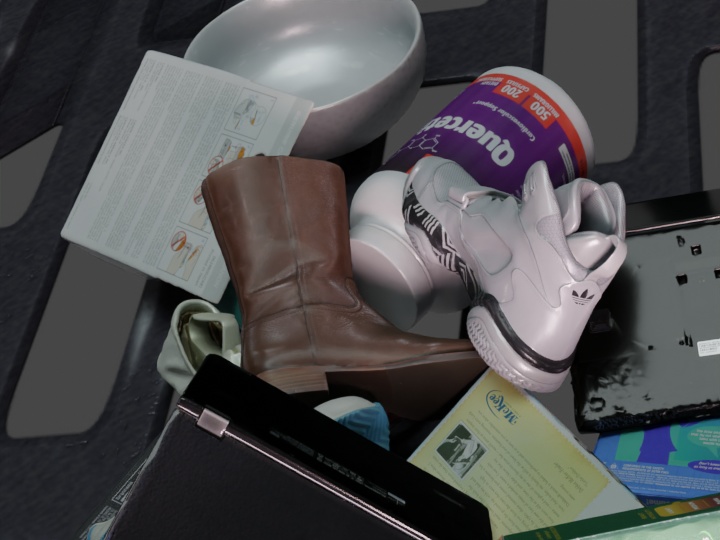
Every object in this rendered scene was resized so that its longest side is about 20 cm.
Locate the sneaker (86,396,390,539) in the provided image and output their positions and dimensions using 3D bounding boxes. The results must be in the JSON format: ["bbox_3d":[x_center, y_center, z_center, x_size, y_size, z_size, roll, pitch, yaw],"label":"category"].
[{"bbox_3d":[-0.070,0.129,1.100,0.199,0.077,0.081,-31,37,-22],"label":"sneaker"}]

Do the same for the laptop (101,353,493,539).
[{"bbox_3d":[-0.036,0.153,0.981,0.186,0.117,0.200,30,8,-2],"label":"laptop"}]

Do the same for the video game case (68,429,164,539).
[{"bbox_3d":[-0.106,0.198,1.112,0.179,0.026,0.200,18,52,31],"label":"video game case"}]

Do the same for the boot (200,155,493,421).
[{"bbox_3d":[0.000,0.000,1.198,0.184,0.065,0.201,-4,51,-12],"label":"boot"}]

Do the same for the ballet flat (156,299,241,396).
[{"bbox_3d":[-0.083,0.069,1.221,0.069,0.070,0.200,-28,28,-16],"label":"ballet flat"}]

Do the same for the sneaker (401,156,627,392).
[{"bbox_3d":[0.098,-0.030,1.148,0.075,0.115,0.201,14,33,-33],"label":"sneaker"}]

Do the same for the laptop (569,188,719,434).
[{"bbox_3d":[0.216,0.016,1.190,0.175,0.103,0.202,-10,62,9],"label":"laptop"}]

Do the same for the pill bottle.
[{"bbox_3d":[0.070,-0.048,1.310,0.112,0.113,0.200,19,48,36],"label":"pill bottle"}]

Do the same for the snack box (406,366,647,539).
[{"bbox_3d":[0.098,0.151,1.073,0.116,0.037,0.200,-48,41,3],"label":"snack box"}]

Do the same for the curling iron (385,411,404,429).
[{"bbox_3d":[-0.030,0.122,1.204,0.199,0.026,0.049,-38,21,-20],"label":"curling iron"}]

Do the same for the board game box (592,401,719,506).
[{"bbox_3d":[0.232,0.083,1.142,0.150,0.045,0.201,3,42,24],"label":"board game box"}]

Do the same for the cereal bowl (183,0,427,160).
[{"bbox_3d":[-0.039,-0.148,1.500,0.198,0.084,0.201,-10,37,7],"label":"cereal bowl"}]

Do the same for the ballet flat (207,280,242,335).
[{"bbox_3d":[-0.039,0.039,1.276,0.073,0.074,0.200,-27,33,-15],"label":"ballet flat"}]

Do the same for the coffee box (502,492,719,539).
[{"bbox_3d":[0.178,0.178,0.965,0.198,0.124,0.044,-12,8,-1],"label":"coffee box"}]

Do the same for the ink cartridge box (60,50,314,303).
[{"bbox_3d":[-0.120,-0.066,1.376,0.199,0.047,0.161,21,83,44],"label":"ink cartridge box"}]
